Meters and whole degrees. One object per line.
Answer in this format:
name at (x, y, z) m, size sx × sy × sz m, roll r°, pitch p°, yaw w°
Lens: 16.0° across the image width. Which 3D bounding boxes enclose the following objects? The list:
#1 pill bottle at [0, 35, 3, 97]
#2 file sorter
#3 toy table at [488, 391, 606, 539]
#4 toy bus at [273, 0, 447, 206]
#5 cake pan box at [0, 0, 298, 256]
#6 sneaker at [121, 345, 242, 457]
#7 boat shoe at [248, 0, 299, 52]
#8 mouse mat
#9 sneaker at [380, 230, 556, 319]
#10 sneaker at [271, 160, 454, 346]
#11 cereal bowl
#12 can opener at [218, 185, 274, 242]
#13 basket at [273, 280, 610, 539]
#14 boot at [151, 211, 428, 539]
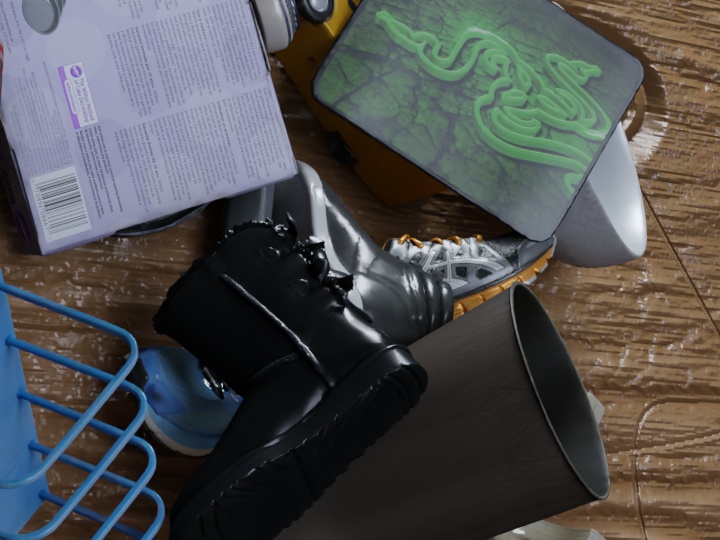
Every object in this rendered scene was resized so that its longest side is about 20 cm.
pill bottle at (-0.274, -0.051, 1.519) m, size 0.116 × 0.116 × 0.200 m, roll 13°, pitch 73°, yaw -39°
file sorter at (-0.194, 0.126, 1.478) m, size 0.139 × 0.122 × 0.200 m, roll -52°, pitch 151°, yaw -37°
toy table at (0.094, 0.165, 1.792) m, size 0.184 × 0.117 × 0.200 m, roll 33°, pitch 60°, yaw -31°
toy bus at (0.000, -0.141, 1.821) m, size 0.200 × 0.065 × 0.078 m, roll 56°, pitch 50°, yaw -16°
cake pan box at (-0.151, -0.121, 1.640) m, size 0.184 × 0.052 × 0.200 m, roll -20°, pitch 99°, yaw -20°
sneaker at (-0.069, 0.070, 1.676) m, size 0.200 × 0.090 × 0.078 m, roll 10°, pitch 46°, yaw -44°
boat shoe at (-0.047, -0.230, 1.725) m, size 0.093 × 0.075 × 0.200 m, roll -14°, pitch 49°, yaw -6°
mouse mat at (0.083, -0.132, 1.780) m, size 0.200 × 0.008 × 0.161 m, roll 33°, pitch 72°, yaw -5°
sneaker at (0.047, 0.007, 1.792) m, size 0.200 × 0.078 × 0.077 m, roll -24°, pitch 84°, yaw -21°
sneaker at (0.000, 0.000, 1.727) m, size 0.099 × 0.071 × 0.200 m, roll 15°, pitch 28°, yaw -28°
cereal bowl at (0.139, -0.091, 1.895) m, size 0.200 × 0.083 × 0.200 m, roll -20°, pitch 90°, yaw -74°
can opener at (-0.087, -0.051, 1.740) m, size 0.066 × 0.053 × 0.200 m, roll 2°, pitch 73°, yaw -6°
basket at (0.039, 0.115, 1.621) m, size 0.136 × 0.200 × 0.180 m, roll 59°, pitch 14°, yaw -22°
boot at (-0.071, 0.067, 1.572) m, size 0.198 × 0.162 × 0.073 m, roll -40°, pitch 145°, yaw -8°
